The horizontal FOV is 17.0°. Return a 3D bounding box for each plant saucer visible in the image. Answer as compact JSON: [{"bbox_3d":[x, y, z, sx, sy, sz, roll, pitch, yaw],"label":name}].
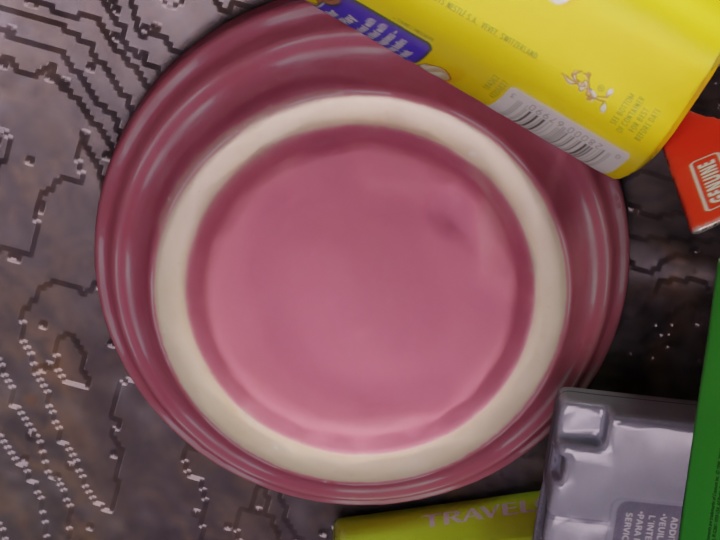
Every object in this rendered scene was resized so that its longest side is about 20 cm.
[{"bbox_3d":[0.000,0.000,0.881,0.199,0.051,0.202,1,111,1],"label":"plant saucer"}]

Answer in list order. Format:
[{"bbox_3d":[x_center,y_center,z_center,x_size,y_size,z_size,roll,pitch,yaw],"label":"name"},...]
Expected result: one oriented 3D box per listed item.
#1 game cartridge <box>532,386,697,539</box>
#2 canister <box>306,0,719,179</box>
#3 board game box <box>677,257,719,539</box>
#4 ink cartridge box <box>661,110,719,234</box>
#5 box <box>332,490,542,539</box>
[{"bbox_3d":[0.124,0.144,0.891,0.132,0.041,0.202,8,109,1],"label":"game cartridge"},{"bbox_3d":[0.017,-0.122,0.782,0.199,0.149,0.087,29,109,-12],"label":"canister"},{"bbox_3d":[0.161,0.035,0.748,0.040,0.200,0.154,19,120,28],"label":"board game box"},{"bbox_3d":[0.166,-0.096,0.759,0.172,0.200,0.044,-21,111,9],"label":"ink cartridge box"},{"bbox_3d":[0.095,0.144,0.936,0.198,0.048,0.123,-8,112,3],"label":"box"}]
